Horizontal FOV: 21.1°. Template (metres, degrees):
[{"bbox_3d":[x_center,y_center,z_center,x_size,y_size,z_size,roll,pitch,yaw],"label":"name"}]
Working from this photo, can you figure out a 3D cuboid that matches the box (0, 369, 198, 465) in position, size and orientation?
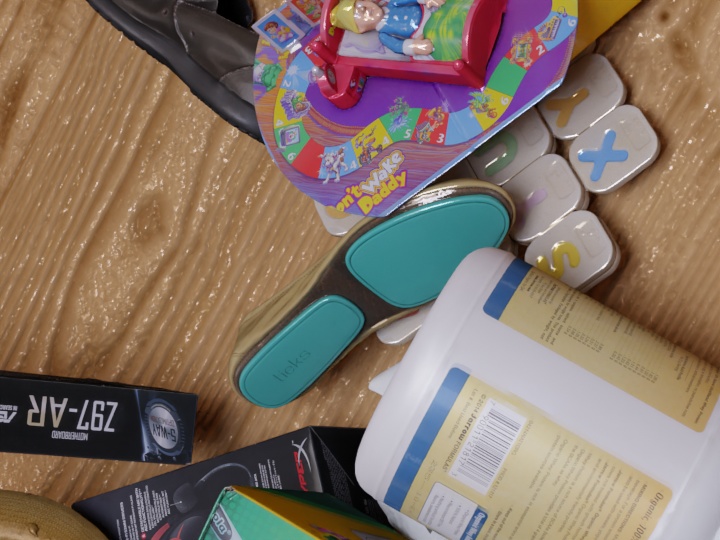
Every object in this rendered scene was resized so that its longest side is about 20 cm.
[{"bbox_3d":[-0.219,0.080,1.137,0.160,0.199,0.044,1,84,58],"label":"box"}]

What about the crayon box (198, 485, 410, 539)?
[{"bbox_3d":[0.023,0.180,0.980,0.200,0.119,0.058,27,94,26],"label":"crayon box"}]

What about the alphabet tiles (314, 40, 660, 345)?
[{"bbox_3d":[0.066,-0.056,1.098,0.195,0.015,0.200,-36,59,17],"label":"alphabet tiles"}]

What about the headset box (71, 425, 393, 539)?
[{"bbox_3d":[-0.078,0.189,1.144,0.199,0.075,0.149,-21,75,27],"label":"headset box"}]

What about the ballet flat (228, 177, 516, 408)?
[{"bbox_3d":[0.000,0.000,1.079,0.200,0.069,0.063,-36,29,21],"label":"ballet flat"}]

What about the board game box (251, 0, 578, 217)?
[{"bbox_3d":[0.019,-0.128,1.038,0.200,0.039,0.158,-37,58,15],"label":"board game box"}]

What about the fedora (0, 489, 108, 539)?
[{"bbox_3d":[-0.210,0.231,1.115,0.200,0.082,0.201,1,68,-3],"label":"fedora"}]

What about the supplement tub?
[{"bbox_3d":[0.113,0.093,0.978,0.200,0.145,0.145,29,100,7],"label":"supplement tub"}]

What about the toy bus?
[{"bbox_3d":[0.088,-0.151,1.071,0.200,0.065,0.078,-40,57,12],"label":"toy bus"}]

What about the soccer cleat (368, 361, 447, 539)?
[{"bbox_3d":[0.048,0.141,1.085,0.085,0.069,0.201,-17,73,36],"label":"soccer cleat"}]

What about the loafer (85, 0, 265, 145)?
[{"bbox_3d":[-0.101,-0.156,1.204,0.200,0.073,0.071,41,95,22],"label":"loafer"}]
